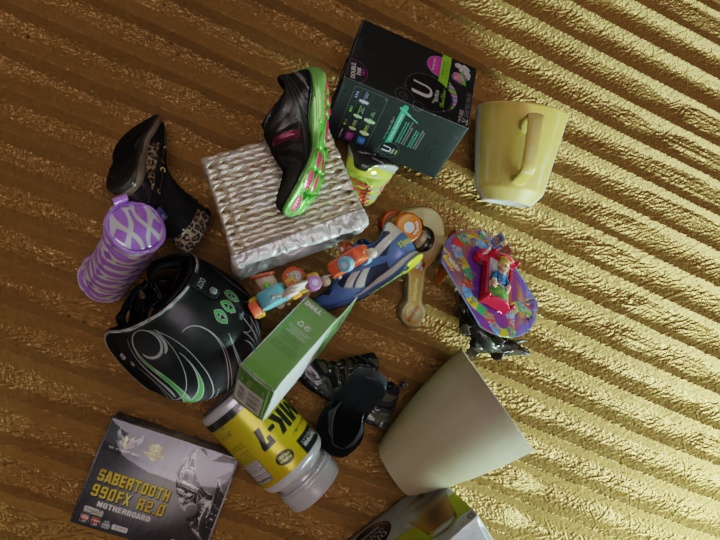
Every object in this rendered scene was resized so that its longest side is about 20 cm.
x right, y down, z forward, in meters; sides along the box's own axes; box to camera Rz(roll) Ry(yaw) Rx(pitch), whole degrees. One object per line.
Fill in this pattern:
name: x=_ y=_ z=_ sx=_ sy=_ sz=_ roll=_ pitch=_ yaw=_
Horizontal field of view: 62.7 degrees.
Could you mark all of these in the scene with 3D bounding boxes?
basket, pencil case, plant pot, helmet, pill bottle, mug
basket: x=-0.114 y=-0.096 z=0.873 sx=0.199 sy=0.198 sz=0.162 roll=-18 pitch=89 yaw=-11
pencil case: x=-0.340 y=-0.024 z=0.826 sx=0.086 sy=0.200 sz=0.084 roll=51 pitch=46 yaw=-2
plant pot: x=0.133 y=0.257 z=0.928 sx=0.200 sy=0.187 sz=0.188 roll=-37 pitch=95 yaw=4
helmet: x=-0.237 y=0.090 z=0.836 sx=0.200 sy=0.200 sz=0.191 roll=-40 pitch=124 yaw=-10
pill bottle: x=-0.132 y=0.258 z=0.894 sx=0.114 sy=0.114 sz=0.200 roll=-42 pitch=96 yaw=-10
mug: x=0.245 y=-0.188 z=0.968 sx=0.149 sy=0.186 sz=0.154 roll=12 pitch=95 yaw=33

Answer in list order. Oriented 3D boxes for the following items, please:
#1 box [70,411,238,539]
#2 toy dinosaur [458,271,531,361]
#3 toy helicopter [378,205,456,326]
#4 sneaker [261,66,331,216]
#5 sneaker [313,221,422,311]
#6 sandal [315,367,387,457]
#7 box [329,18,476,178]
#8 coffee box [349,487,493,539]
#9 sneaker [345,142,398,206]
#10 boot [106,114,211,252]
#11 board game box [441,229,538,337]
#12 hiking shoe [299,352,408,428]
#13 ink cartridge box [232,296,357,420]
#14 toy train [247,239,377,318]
box: x=-0.304 y=0.323 z=0.890 sx=0.199 sy=0.048 sz=0.159 roll=22 pitch=84 yaw=-10
toy dinosaur: x=0.194 y=0.087 z=0.985 sx=0.077 sy=0.102 sz=0.200 roll=-42 pitch=85 yaw=14
toy helicopter: x=0.100 y=-0.006 z=0.985 sx=0.131 sy=0.079 sz=0.201 roll=1 pitch=98 yaw=-20
sneaker: x=-0.087 y=-0.164 z=0.763 sx=0.083 sy=0.077 sz=0.201 roll=4 pitch=76 yaw=8
sneaker: x=0.000 y=0.000 z=0.928 sx=0.200 sy=0.074 sz=0.083 roll=-33 pitch=85 yaw=20
sandal: x=-0.021 y=0.223 z=0.888 sx=0.076 sy=0.043 sz=0.201 roll=18 pitch=129 yaw=-4
box: x=0.061 y=-0.267 z=0.926 sx=0.199 sy=0.124 sz=0.149 roll=20 pitch=55 yaw=-9
coffee box: x=0.115 y=0.472 z=0.888 sx=0.199 sy=0.198 sz=0.201 roll=-34 pitch=95 yaw=-10
sneaker: x=0.006 y=-0.135 z=0.903 sx=0.078 sy=0.200 sz=0.091 roll=28 pitch=95 yaw=3
boot: x=-0.294 y=-0.132 z=0.888 sx=0.073 sy=0.201 sz=0.151 roll=-28 pitch=129 yaw=12
board game box: x=0.222 y=0.009 z=0.960 sx=0.157 sy=0.039 sz=0.201 roll=-17 pitch=72 yaw=-39
hiking shoe: x=-0.021 y=0.167 z=0.949 sx=0.200 sy=0.076 sz=0.101 roll=35 pitch=73 yaw=-17
ink cartridge box: x=-0.093 y=0.108 z=0.844 sx=0.059 sy=0.104 sz=0.200 roll=36 pitch=52 yaw=8
toy train: x=-0.074 y=0.002 z=0.821 sx=0.200 sy=0.150 sz=0.056 roll=-22 pitch=82 yaw=-55
